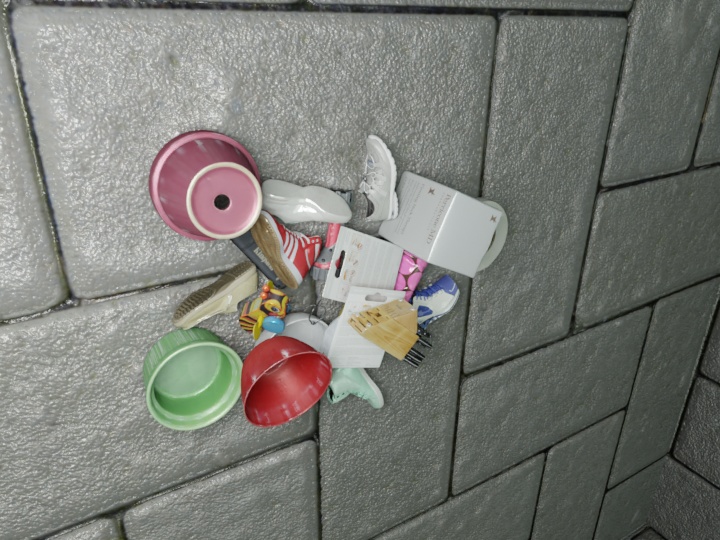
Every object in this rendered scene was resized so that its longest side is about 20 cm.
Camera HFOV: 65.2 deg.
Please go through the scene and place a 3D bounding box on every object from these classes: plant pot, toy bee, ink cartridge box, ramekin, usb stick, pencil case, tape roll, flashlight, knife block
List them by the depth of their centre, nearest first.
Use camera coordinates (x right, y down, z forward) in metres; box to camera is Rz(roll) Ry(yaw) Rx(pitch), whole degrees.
[{"bbox_3d":[-0.258,-0.138,0.990,0.198,0.179,0.202,-10,111,-26],"label":"plant pot"},{"bbox_3d":[-0.348,0.216,1.161,0.198,0.098,0.202,-15,119,-28],"label":"ramekin"},{"bbox_3d":[-0.185,0.068,1.162,0.199,0.132,0.109,-30,130,15],"label":"toy bee"},{"bbox_3d":[-0.207,-0.036,1.181,0.055,0.033,0.200,-45,129,-9],"label":"usb stick"},{"bbox_3d":[-0.067,-0.078,1.240,0.068,0.067,0.202,-45,145,-70],"label":"flashlight"},{"bbox_3d":[0.000,0.000,1.274,0.199,0.047,0.162,16,88,-39],"label":"ink cartridge box"},{"bbox_3d":[0.072,0.162,1.279,0.198,0.064,0.177,-17,121,-27],"label":"knife block"},{"bbox_3d":[0.002,0.126,1.285,0.161,0.057,0.202,7,105,-36],"label":"ink cartridge box"},{"bbox_3d":[0.084,0.041,1.381,0.093,0.091,0.202,24,99,-7],"label":"pencil case"},{"bbox_3d":[0.309,-0.092,1.504,0.201,0.037,0.205,-14,118,-29],"label":"tape roll"}]

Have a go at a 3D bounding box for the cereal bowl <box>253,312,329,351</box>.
[{"bbox_3d":[-0.159,0.182,1.283,0.198,0.083,0.202,-14,119,-28],"label":"cereal bowl"}]

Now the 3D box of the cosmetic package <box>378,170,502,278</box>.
[{"bbox_3d":[0.182,-0.109,1.303,0.165,0.200,0.169,16,101,-38],"label":"cosmetic package"}]

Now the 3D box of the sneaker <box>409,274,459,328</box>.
[{"bbox_3d":[0.161,0.078,1.454,0.199,0.080,0.115,-42,130,-8],"label":"sneaker"}]

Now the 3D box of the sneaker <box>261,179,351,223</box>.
[{"bbox_3d":[-0.119,-0.126,1.169,0.198,0.076,0.089,13,135,-20],"label":"sneaker"}]

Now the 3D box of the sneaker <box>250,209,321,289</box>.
[{"bbox_3d":[-0.148,-0.069,1.158,0.113,0.071,0.201,-53,141,-30],"label":"sneaker"}]

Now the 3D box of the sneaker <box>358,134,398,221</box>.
[{"bbox_3d":[0.033,-0.196,1.242,0.081,0.075,0.202,-20,117,-17],"label":"sneaker"}]

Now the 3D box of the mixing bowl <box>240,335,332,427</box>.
[{"bbox_3d":[-0.167,0.209,1.155,0.199,0.108,0.202,-22,137,-23],"label":"mixing bowl"}]

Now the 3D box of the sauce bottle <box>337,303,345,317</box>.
[{"bbox_3d":[-0.010,0.091,1.352,0.066,0.066,0.202,28,89,-39],"label":"sauce bottle"}]

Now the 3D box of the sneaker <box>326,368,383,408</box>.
[{"bbox_3d":[-0.025,0.308,1.437,0.118,0.074,0.201,-43,119,-18],"label":"sneaker"}]

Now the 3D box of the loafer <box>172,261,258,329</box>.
[{"bbox_3d":[-0.286,0.062,1.145,0.199,0.076,0.069,-35,121,-16],"label":"loafer"}]
